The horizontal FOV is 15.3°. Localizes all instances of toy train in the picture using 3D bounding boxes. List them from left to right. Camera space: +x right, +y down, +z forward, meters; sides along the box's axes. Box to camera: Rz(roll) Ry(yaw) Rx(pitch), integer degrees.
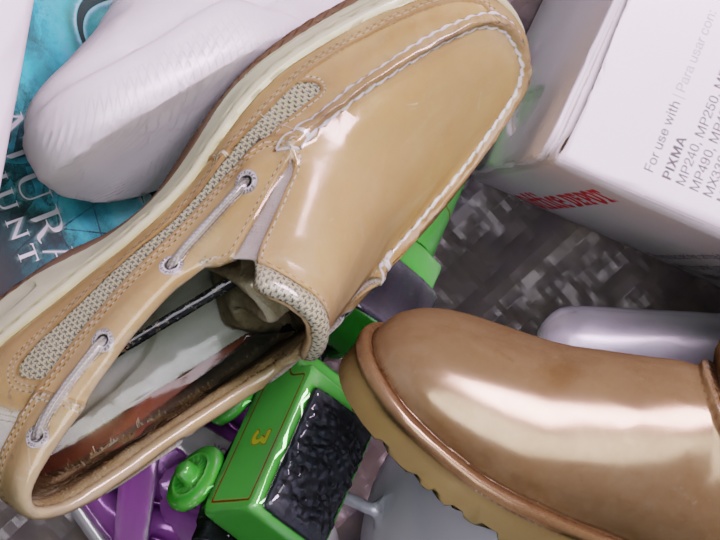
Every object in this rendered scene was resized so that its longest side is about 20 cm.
[{"bbox_3d":[0.000,0.000,0.813,0.042,0.056,0.200,38,62,-28],"label":"toy train"}]

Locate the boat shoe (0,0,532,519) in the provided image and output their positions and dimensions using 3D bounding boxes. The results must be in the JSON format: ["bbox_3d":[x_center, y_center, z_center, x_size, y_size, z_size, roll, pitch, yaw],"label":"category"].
[{"bbox_3d":[-0.023,-0.001,0.740,0.200,0.076,0.072,-43,122,-3],"label":"boat shoe"}]

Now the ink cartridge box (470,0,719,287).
[{"bbox_3d":[0.147,-0.029,0.818,0.200,0.145,0.084,23,87,-7],"label":"ink cartridge box"}]

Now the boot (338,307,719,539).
[{"bbox_3d":[0.116,-0.002,0.712,0.175,0.066,0.200,30,112,-12],"label":"boot"}]

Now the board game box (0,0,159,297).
[{"bbox_3d":[-0.081,-0.059,0.818,0.135,0.028,0.200,-24,96,-37],"label":"board game box"}]

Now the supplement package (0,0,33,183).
[{"bbox_3d":[-0.153,-0.092,0.693,0.121,0.120,0.200,12,81,-23],"label":"supplement package"}]

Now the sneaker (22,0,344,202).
[{"bbox_3d":[-0.038,-0.096,0.806,0.200,0.075,0.089,-37,81,-32],"label":"sneaker"}]

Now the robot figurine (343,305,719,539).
[{"bbox_3d":[0.086,0.089,0.829,0.200,0.113,0.170,-3,110,-7],"label":"robot figurine"}]

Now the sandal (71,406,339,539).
[{"bbox_3d":[-0.043,0.089,0.847,0.082,0.050,0.203,-23,92,-7],"label":"sandal"}]
